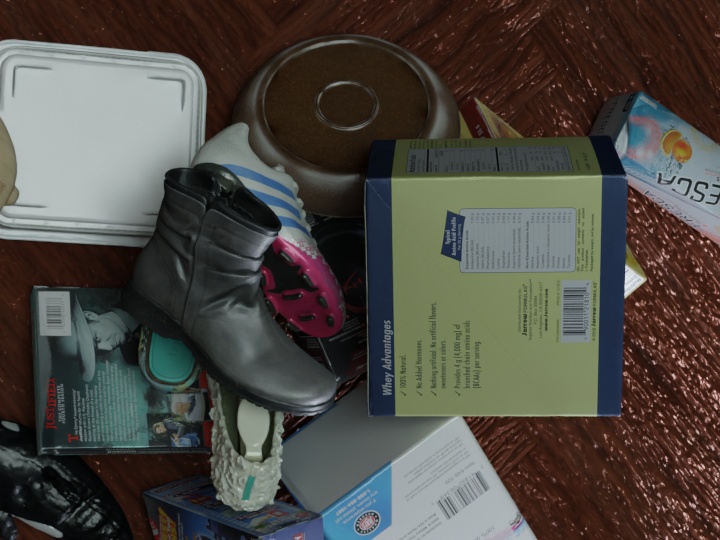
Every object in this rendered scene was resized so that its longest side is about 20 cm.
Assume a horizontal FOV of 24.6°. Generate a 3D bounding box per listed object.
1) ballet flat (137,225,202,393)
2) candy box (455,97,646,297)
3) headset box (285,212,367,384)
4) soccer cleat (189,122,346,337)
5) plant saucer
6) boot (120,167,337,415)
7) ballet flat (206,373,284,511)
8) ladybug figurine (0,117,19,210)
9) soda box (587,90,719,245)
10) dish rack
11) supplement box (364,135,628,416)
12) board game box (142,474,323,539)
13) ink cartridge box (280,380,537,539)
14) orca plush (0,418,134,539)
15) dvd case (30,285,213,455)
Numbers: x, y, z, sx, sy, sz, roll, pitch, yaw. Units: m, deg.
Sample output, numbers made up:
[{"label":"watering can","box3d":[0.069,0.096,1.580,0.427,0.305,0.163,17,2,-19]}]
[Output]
[{"label":"ballet flat","box3d":[-0.146,0.007,1.386,0.074,0.074,0.200,21,73,-18]},{"label":"candy box","box3d":[0.161,-0.056,1.472,0.055,0.116,0.200,-42,127,19]},{"label":"headset box","box3d":[0.000,0.000,1.464,0.148,0.075,0.200,-26,97,-19]},{"label":"soccer cleat","box3d":[-0.064,-0.035,1.363,0.200,0.070,0.086,54,42,-28]},{"label":"plant saucer","box3d":[-0.012,-0.135,1.429,0.200,0.032,0.201,0,55,0]},{"label":"boot","box3d":[-0.088,0.016,1.277,0.200,0.070,0.132,31,117,7]},{"label":"ballet flat","box3d":[-0.088,0.102,1.343,0.072,0.072,0.200,11,45,-20]},{"label":"ladybug figurine","box3d":[-0.364,-0.104,1.323,0.200,0.072,0.136,32,89,-7]},{"label":"soda box","box3d":[0.314,-0.092,1.586,0.200,0.068,0.064,31,78,-18]},{"label":"dish rack","box3d":[-0.225,-0.108,1.402,0.200,0.044,0.172,3,88,-19]},{"label":"supplement box","box3d":[0.106,0.003,1.323,0.199,0.134,0.200,0,107,3]},{"label":"board game box","box3d":[-0.107,0.260,1.372,0.062,0.200,0.200,-14,115,-31]},{"label":"ink cartridge box","box3d":[0.046,0.213,1.404,0.147,0.146,0.200,-35,114,-8]},{"label":"orca plush","box3d":[-0.249,0.198,1.366,0.105,0.071,0.200,-35,100,-18]},{"label":"dvd case","box3d":[-0.176,0.084,1.400,0.200,0.022,0.146,1,68,-22]}]
